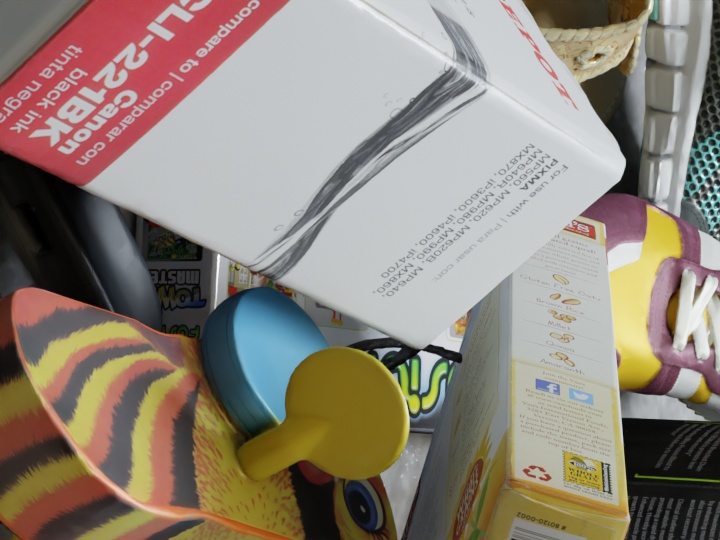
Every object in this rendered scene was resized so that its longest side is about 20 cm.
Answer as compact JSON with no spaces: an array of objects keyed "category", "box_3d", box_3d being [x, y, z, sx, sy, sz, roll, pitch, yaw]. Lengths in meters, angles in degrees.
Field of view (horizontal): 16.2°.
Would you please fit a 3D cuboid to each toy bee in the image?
[{"category":"toy bee","box_3d":[-0.024,0.061,0.694,0.200,0.131,0.109,-6,68,-36]}]

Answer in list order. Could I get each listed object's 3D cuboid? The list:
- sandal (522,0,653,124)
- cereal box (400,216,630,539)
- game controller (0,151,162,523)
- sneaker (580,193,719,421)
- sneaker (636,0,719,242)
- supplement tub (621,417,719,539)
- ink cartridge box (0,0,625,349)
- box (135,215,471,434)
[{"category":"sandal","box_3d":[0.072,-0.100,0.930,0.212,0.069,0.078,27,68,-51]},{"category":"cereal box","box_3d":[0.039,0.080,0.747,0.200,0.039,0.144,-79,-175,-66]},{"category":"game controller","box_3d":[-0.121,-0.024,0.696,0.104,0.042,0.200,-42,124,-29]},{"category":"sneaker","box_3d":[0.138,0.020,0.937,0.200,0.090,0.075,17,83,-50]},{"category":"sneaker","box_3d":[0.156,-0.061,0.996,0.078,0.091,0.200,-73,166,-56]},{"category":"supplement tub","box_3d":[0.139,0.116,0.913,0.122,0.200,0.123,0,91,-54]},{"category":"ink cartridge box","box_3d":[-0.037,-0.079,0.656,0.200,0.084,0.144,26,28,-51]},{"category":"box","box_3d":[0.000,0.000,0.859,0.200,0.035,0.110,9,83,-54]}]
